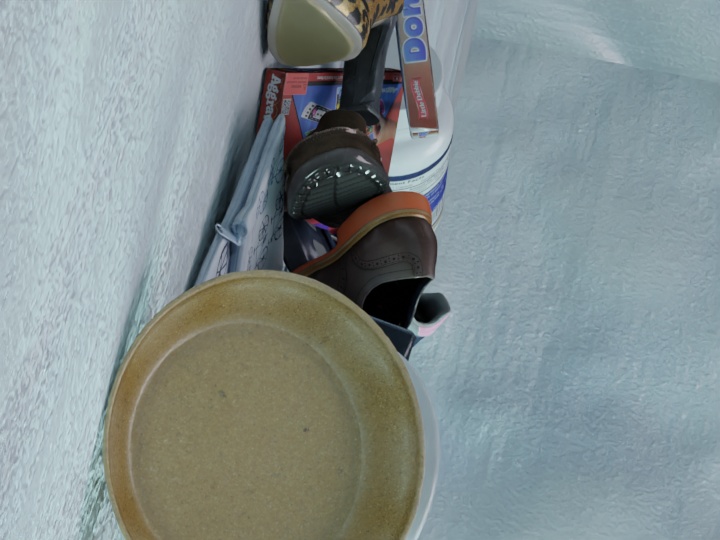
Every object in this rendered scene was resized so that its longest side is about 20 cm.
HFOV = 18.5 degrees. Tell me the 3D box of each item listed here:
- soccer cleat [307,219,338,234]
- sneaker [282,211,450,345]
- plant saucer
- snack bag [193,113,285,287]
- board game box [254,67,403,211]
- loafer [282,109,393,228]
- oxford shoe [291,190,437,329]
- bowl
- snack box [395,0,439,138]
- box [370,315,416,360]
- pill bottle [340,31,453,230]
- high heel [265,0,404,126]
[{"bbox_3d":[-0.032,-0.046,1.777,0.200,0.066,0.077,-79,168,-73],"label":"soccer cleat"},{"bbox_3d":[0.000,0.000,1.668,0.200,0.082,0.070,47,18,-54],"label":"sneaker"},{"bbox_3d":[-0.058,0.101,1.241,0.035,0.200,0.201,-13,-118,61],"label":"plant saucer"},{"bbox_3d":[-0.086,0.024,1.482,0.189,0.021,0.200,96,12,-51],"label":"snack bag"},{"bbox_3d":[-0.024,-0.098,1.636,0.200,0.019,0.103,-11,115,-63],"label":"board game box"},{"bbox_3d":[-0.022,-0.075,1.530,0.200,0.073,0.071,61,11,-83],"label":"loafer"},{"bbox_3d":[-0.007,0.025,1.563,0.200,0.071,0.073,-53,-135,49],"label":"oxford shoe"},{"bbox_3d":[-0.058,0.115,1.346,0.090,0.201,0.202,36,60,-48],"label":"bowl"},{"bbox_3d":[0.036,-0.202,1.669,0.072,0.024,0.201,15,68,-89],"label":"snack box"},{"bbox_3d":[-0.049,0.137,1.522,0.149,0.107,0.200,100,12,-62],"label":"box"},{"bbox_3d":[0.022,-0.115,1.960,0.200,0.119,0.120,95,8,-55],"label":"pill bottle"},{"bbox_3d":[-0.019,-0.206,1.540,0.200,0.071,0.143,55,38,-62],"label":"high heel"}]
